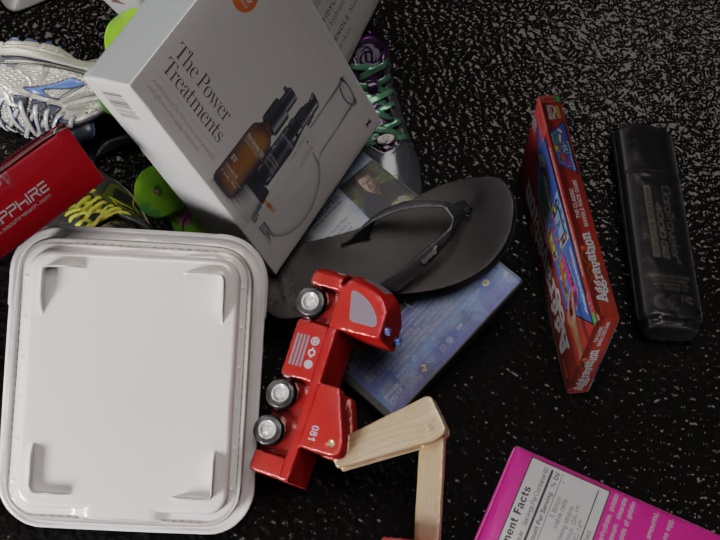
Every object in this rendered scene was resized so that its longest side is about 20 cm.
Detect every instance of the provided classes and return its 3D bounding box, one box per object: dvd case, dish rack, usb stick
[{"bbox_3d":[0.000,0.000,0.924,0.200,0.018,0.143,40,80,20],"label":"dvd case"},{"bbox_3d":[-0.150,0.072,0.812,0.171,0.044,0.201,3,88,-5],"label":"dish rack"},{"bbox_3d":[0.233,-0.035,0.987,0.055,0.033,0.200,7,55,-9],"label":"usb stick"}]

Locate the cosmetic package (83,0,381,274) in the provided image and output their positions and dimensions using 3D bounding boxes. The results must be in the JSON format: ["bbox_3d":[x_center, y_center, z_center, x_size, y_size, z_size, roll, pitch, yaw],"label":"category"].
[{"bbox_3d":[-0.078,-0.117,0.857,0.052,0.200,0.151,14,63,37],"label":"cosmetic package"}]

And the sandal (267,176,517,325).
[{"bbox_3d":[0.021,-0.012,0.892,0.200,0.043,0.076,-22,67,-1],"label":"sandal"}]

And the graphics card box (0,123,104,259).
[{"bbox_3d":[-0.264,-0.030,0.841,0.125,0.200,0.051,-43,107,-28],"label":"graphics card box"}]

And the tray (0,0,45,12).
[{"bbox_3d":[-0.253,-0.308,1.130,0.200,0.022,0.107,-30,65,-23],"label":"tray"}]

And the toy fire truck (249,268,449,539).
[{"bbox_3d":[0.005,0.108,0.823,0.141,0.049,0.201,15,79,18],"label":"toy fire truck"}]

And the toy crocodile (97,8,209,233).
[{"bbox_3d":[-0.139,-0.097,0.920,0.062,0.067,0.200,-24,83,17],"label":"toy crocodile"}]

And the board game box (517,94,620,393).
[{"bbox_3d":[0.151,-0.021,0.926,0.019,0.103,0.200,-4,56,-6],"label":"board game box"}]

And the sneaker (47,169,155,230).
[{"bbox_3d":[-0.179,-0.026,0.903,0.074,0.085,0.200,-36,66,-18],"label":"sneaker"}]

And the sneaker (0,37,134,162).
[{"bbox_3d":[-0.235,-0.127,0.978,0.199,0.077,0.085,-2,60,-6],"label":"sneaker"}]

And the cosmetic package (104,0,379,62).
[{"bbox_3d":[-0.100,-0.257,0.951,0.167,0.200,0.167,17,74,38],"label":"cosmetic package"}]

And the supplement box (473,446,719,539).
[{"bbox_3d":[0.162,0.208,0.773,0.200,0.101,0.103,24,57,11],"label":"supplement box"}]

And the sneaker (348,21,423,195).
[{"bbox_3d":[0.002,-0.131,0.995,0.074,0.088,0.200,-12,58,-13],"label":"sneaker"}]
